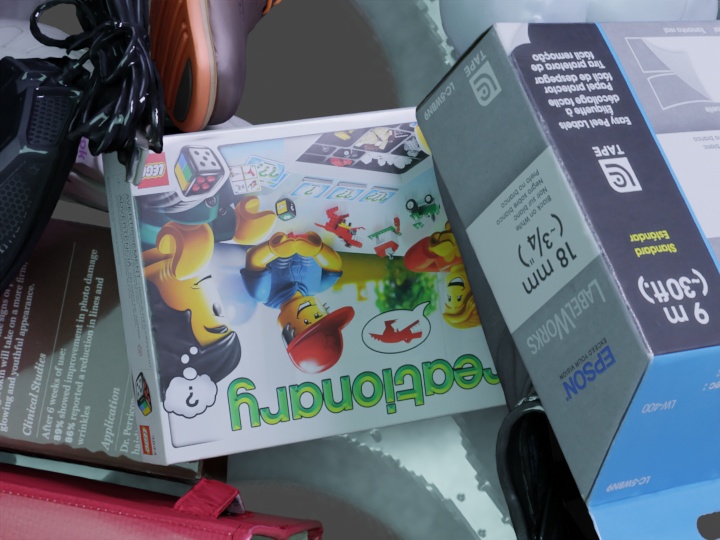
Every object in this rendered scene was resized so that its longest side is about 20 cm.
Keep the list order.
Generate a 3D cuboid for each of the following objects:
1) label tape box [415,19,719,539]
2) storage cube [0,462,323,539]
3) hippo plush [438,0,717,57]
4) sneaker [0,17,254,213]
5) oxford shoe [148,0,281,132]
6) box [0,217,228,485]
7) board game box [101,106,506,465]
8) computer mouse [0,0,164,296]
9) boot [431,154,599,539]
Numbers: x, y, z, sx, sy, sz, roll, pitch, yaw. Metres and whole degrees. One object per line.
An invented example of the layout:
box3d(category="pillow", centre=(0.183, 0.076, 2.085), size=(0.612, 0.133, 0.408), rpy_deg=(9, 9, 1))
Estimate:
box3d(category="label tape box", centre=(0.123, 0.008, 0.741), size=(0.143, 0.063, 0.201), rpy_deg=(-6, 64, -38))
box3d(category="storage cube", centre=(-0.127, 0.171, 0.804), size=(0.178, 0.171, 0.202), rpy_deg=(10, 86, 9))
box3d(category="hippo plush", centre=(0.089, -0.157, 0.852), size=(0.198, 0.159, 0.162), rpy_deg=(4, 92, -13))
box3d(category="sneaker", centre=(-0.127, -0.069, 0.889), size=(0.198, 0.100, 0.075), rpy_deg=(16, 87, 9))
box3d(category="oxford shoe", centre=(-0.049, -0.137, 0.877), size=(0.072, 0.071, 0.201), rpy_deg=(9, 51, -13))
box3d(category="box", centre=(-0.149, 0.029, 0.889), size=(0.198, 0.075, 0.101), rpy_deg=(10, 82, 6))
box3d(category="board game box", centre=(0.000, 0.000, 0.842), size=(0.198, 0.035, 0.127), rpy_deg=(-9, 92, -24))
box3d(category="computer mouse", centre=(-0.143, -0.027, 0.810), size=(0.200, 0.053, 0.139), rpy_deg=(-40, 34, 17))
box3d(category="boot", centre=(0.074, 0.032, 0.778), size=(0.069, 0.132, 0.201), rpy_deg=(-22, 100, 19))
